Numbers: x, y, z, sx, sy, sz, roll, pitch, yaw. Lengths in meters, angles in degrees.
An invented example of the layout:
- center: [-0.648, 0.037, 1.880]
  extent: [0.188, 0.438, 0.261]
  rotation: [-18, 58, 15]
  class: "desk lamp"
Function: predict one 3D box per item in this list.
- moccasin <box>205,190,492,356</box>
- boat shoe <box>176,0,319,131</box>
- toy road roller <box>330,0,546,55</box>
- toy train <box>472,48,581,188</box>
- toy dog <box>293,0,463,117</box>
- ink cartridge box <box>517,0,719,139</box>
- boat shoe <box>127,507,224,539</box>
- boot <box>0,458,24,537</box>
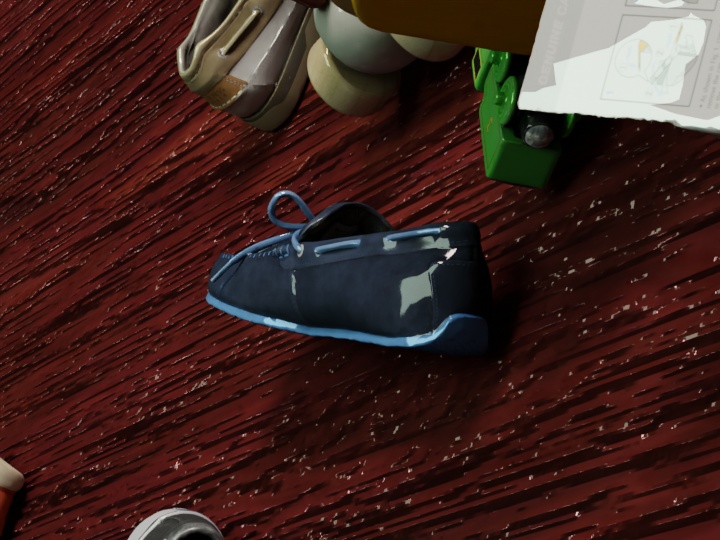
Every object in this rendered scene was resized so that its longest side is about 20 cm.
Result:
- center: [0.000, 0.000, 1.036]
  extent: [0.199, 0.080, 0.069]
  rotation: [6, 89, 48]
  class: "moccasin"
- center: [-0.050, -0.187, 1.263]
  extent: [0.075, 0.068, 0.201]
  rotation: [-11, 60, 57]
  class: "boat shoe"
- center: [0.080, -0.178, 0.891]
  extent: [0.123, 0.199, 0.146]
  rotation: [-102, 22, -48]
  class: "toy road roller"
- center: [0.073, -0.117, 1.021]
  extent: [0.201, 0.041, 0.057]
  rotation: [-92, 17, -46]
  class: "toy train"
- center: [0.001, -0.176, 1.125]
  extent: [0.132, 0.096, 0.200]
  rotation: [-50, 29, 28]
  class: "toy dog"
- center: [0.170, -0.117, 0.770]
  extent: [0.199, 0.057, 0.163]
  rotation: [7, 75, 42]
  class: "ink cartridge box"
- center: [-0.118, 0.217, 1.076]
  extent: [0.200, 0.073, 0.068]
  rotation: [-60, 12, -7]
  class: "boat shoe"
- center: [-0.287, 0.146, 1.439]
  extent: [0.200, 0.075, 0.108]
  rotation: [23, 87, 54]
  class: "boot"
